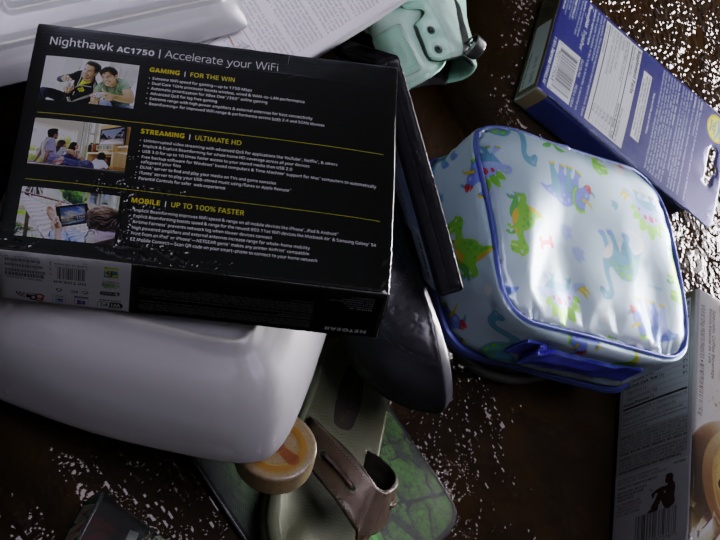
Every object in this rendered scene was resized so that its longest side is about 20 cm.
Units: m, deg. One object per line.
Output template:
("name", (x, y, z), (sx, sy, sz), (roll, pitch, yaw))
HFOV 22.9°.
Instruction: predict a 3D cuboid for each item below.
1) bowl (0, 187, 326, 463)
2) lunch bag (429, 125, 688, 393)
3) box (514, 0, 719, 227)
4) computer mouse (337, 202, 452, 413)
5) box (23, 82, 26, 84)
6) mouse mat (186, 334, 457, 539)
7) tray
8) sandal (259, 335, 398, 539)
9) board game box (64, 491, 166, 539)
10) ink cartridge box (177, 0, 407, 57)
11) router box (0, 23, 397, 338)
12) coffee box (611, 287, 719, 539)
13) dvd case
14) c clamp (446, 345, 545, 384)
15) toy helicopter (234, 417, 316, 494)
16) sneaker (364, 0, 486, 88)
("bowl", (-0.111, -0.010, 0.985), (0.200, 0.075, 0.200), (15, 58, 1))
("lunch bag", (0.131, -0.003, 1.217), (0.200, 0.082, 0.161), (13, 58, -39))
("box", (0.212, -0.125, 1.417), (0.200, 0.032, 0.121), (36, 51, -23))
("computer mouse", (0.000, 0.000, 1.098), (0.053, 0.139, 0.200), (-16, 73, -12))
("box", (-0.139, -0.165, 1.112), (0.200, 0.046, 0.159), (28, 55, -29))
("mouse mat", (-0.029, 0.117, 1.109), (0.200, 0.008, 0.161), (56, 45, -5))
("tray", (-0.161, -0.173, 1.034), (0.200, 0.022, 0.108), (-18, 86, -33))
("sandal", (-0.010, 0.120, 1.078), (0.080, 0.057, 0.201), (30, 52, -32))
("board game box", (-0.145, 0.227, 0.944), (0.105, 0.023, 0.200), (44, 47, -21))
("ink cartridge box", (-0.083, -0.194, 1.123), (0.200, 0.050, 0.161), (-35, 95, -25))
("router box", (-0.082, -0.048, 0.939), (0.200, 0.051, 0.149), (7, 57, -5))
("coffee box", (0.253, 0.130, 1.302), (0.113, 0.080, 0.200), (27, 55, -29))
("dvd case", (0.020, -0.070, 1.109), (0.018, 0.200, 0.143), (-17, 102, -5))
("c clamp", (0.119, -0.003, 1.281), (0.171, 0.027, 0.200), (26, 55, -31))
("toy helicopter", (-0.077, 0.042, 1.038), (0.132, 0.079, 0.200), (-6, 53, -17))
("sneaker", (0.008, -0.187, 1.230), (0.200, 0.074, 0.118), (8, 59, -42))
